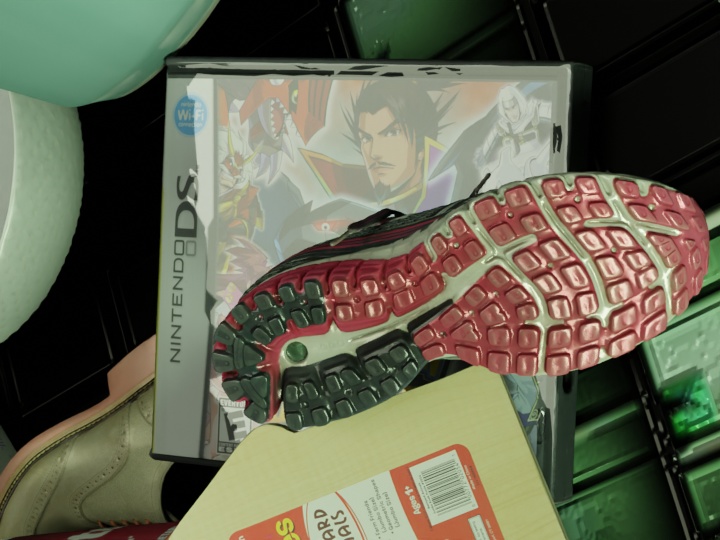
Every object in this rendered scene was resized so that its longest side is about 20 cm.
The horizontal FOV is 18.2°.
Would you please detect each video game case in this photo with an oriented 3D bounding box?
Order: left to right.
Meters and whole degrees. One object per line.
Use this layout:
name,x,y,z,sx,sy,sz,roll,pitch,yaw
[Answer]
video game case,0.000,0.000,0.961,0.200,0.025,0.181,4,92,29

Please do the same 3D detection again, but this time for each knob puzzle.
knob puzzle,-0.002,0.155,0.922,0.219,0.030,0.220,0,90,10

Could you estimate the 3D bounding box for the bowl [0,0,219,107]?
bowl,-0.124,-0.154,1.030,0.201,0.105,0.201,-40,28,26

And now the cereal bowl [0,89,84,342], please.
cereal bowl,-0.210,-0.047,1.154,0.200,0.083,0.200,-5,83,41

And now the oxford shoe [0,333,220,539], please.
oxford shoe,-0.114,0.102,1.074,0.200,0.071,0.074,-45,63,35

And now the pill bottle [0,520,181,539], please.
pill bottle,-0.125,0.176,1.033,0.200,0.113,0.113,-10,83,33

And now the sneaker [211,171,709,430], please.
sneaker,0.038,-0.001,0.889,0.200,0.075,0.081,-12,110,15

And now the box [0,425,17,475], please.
box,-0.265,0.098,1.187,0.200,0.101,0.113,52,123,38
